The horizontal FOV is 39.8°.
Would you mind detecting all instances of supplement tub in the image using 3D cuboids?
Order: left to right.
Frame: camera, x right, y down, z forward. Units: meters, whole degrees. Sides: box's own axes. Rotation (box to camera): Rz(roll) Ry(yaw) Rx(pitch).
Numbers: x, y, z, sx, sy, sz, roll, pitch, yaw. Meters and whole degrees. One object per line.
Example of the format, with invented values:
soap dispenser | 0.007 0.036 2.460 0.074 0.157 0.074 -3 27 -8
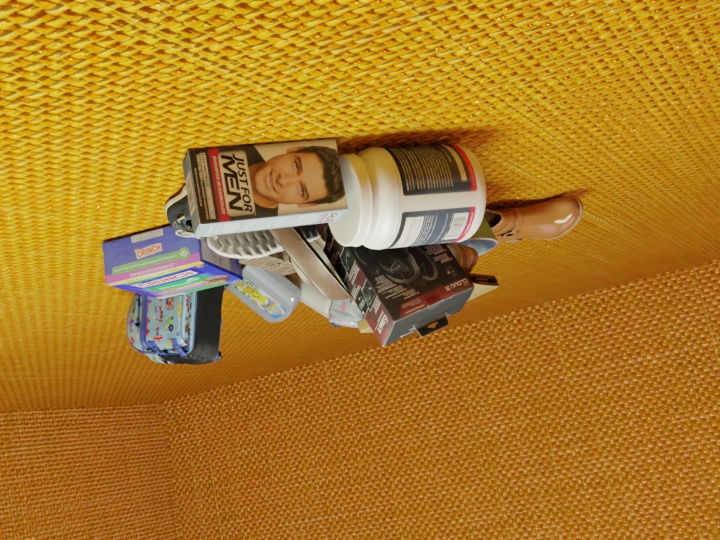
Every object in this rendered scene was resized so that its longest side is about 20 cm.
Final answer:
supplement tub | 0.063 -0.104 1.390 0.197 0.142 0.140 -5 168 -26

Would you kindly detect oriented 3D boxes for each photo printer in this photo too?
photo printer | -0.042 0.040 1.960 0.165 0.070 0.199 -1 -158 -43

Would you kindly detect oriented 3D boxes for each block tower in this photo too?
block tower | -0.158 -0.034 1.759 0.057 0.055 0.200 -15 168 16

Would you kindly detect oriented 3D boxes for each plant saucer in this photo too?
plant saucer | -0.088 -0.027 1.495 0.034 0.201 0.200 -38 168 0

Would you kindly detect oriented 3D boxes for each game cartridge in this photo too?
game cartridge | -0.189 0.043 1.960 0.133 0.041 0.200 35 157 -8

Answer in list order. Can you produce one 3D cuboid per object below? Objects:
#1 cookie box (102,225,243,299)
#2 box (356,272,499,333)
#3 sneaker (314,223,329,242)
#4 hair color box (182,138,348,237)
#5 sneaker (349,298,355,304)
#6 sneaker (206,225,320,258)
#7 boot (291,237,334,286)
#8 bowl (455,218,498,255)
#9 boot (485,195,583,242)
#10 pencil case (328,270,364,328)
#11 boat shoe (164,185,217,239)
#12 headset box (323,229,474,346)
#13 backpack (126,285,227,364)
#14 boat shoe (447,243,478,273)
cookie box | -0.307 -0.014 1.650 0.169 0.076 0.200 -12 168 12
box | 0.112 0.055 1.632 0.198 0.022 0.163 -27 164 26
sneaker | 0.020 -0.099 1.546 0.197 0.081 0.078 -16 168 16
hair color box | -0.123 -0.108 1.289 0.197 0.100 0.061 -7 168 -20
sneaker | 0.064 -0.012 1.564 0.093 0.201 0.071 29 156 7
sneaker | -0.156 -0.050 1.614 0.197 0.076 0.082 -7 167 -26
boot | -0.067 -0.020 1.797 0.073 0.201 0.155 -34 -155 9
bowl | 0.130 -0.075 1.703 0.198 0.107 0.201 -10 170 -2
boot | 0.306 -0.096 1.870 0.198 0.075 0.154 -22 161 35
pencil case | 0.000 0.000 1.691 0.082 0.203 0.090 6 178 34
boat shoe | -0.231 -0.080 1.425 0.074 0.063 0.200 -7 169 -30
headset box | 0.060 0.005 1.457 0.147 0.201 0.078 -22 157 -26
backpack | -0.362 0.084 1.866 0.198 0.185 0.134 -4 166 33
boat shoe | 0.123 0.007 1.647 0.071 0.077 0.199 -6 169 -34
